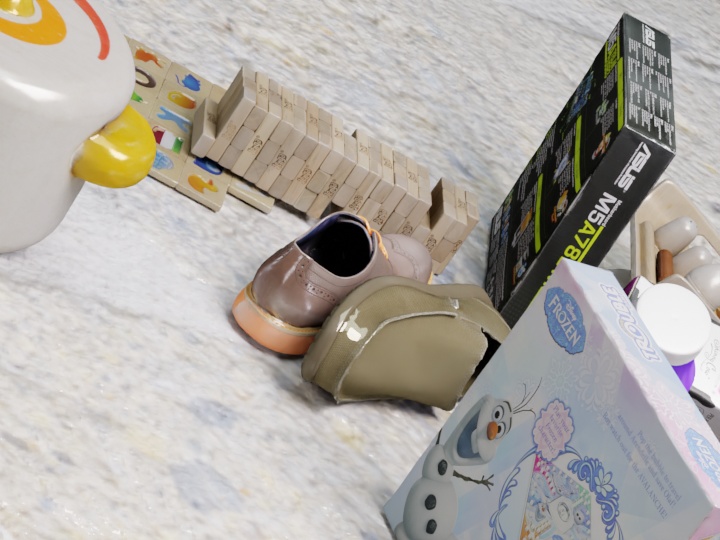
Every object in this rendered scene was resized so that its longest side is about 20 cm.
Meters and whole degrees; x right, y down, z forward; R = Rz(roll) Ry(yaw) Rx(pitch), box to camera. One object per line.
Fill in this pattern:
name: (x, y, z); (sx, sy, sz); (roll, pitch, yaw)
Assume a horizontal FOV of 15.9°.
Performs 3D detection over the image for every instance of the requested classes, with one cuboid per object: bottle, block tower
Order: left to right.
block tower: (-0.015, -0.066, 1.755); (0.200, 0.058, 0.054); (27, 26, -16)
bottle: (0.151, 0.074, 1.552); (0.083, 0.200, 0.065); (22, 57, -5)

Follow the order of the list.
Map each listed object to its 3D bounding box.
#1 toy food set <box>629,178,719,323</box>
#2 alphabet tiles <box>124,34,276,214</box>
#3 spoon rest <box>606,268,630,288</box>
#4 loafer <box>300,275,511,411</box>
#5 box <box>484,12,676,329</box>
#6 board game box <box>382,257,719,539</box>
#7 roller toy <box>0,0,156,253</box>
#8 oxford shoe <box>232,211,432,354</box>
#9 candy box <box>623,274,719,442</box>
toy food set: (0.257, 0.023, 1.824); (0.144, 0.060, 0.200); (49, 19, -13)
alphabet tiles: (-0.141, -0.109, 1.754); (0.200, 0.006, 0.166); (28, 26, -9)
spoon rest: (0.185, 0.041, 1.824); (0.099, 0.061, 0.200); (41, 14, 12)
loafer: (0.040, 0.048, 1.611); (0.067, 0.076, 0.200); (39, 26, 25)
box: (0.149, -0.057, 1.779); (0.047, 0.193, 0.200); (30, 26, -10)
board game box: (0.109, 0.132, 1.408); (0.043, 0.199, 0.200); (14, 33, -34)
roller toy: (-0.230, -0.112, 1.510); (0.182, 0.140, 0.200); (4, 39, -44)
oxford shoe: (0.000, 0.000, 1.651); (0.071, 0.073, 0.200); (40, 27, 15)
candy box: (0.224, 0.101, 1.652); (0.200, 0.136, 0.061); (30, 59, -5)
